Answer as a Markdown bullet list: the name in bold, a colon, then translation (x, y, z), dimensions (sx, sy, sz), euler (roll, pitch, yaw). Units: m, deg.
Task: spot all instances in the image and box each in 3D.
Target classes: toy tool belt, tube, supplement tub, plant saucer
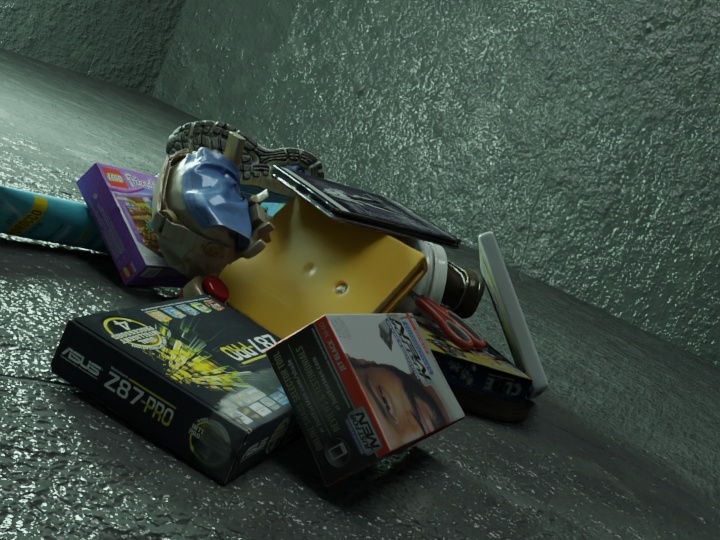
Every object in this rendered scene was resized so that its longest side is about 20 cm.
- **toy tool belt**: translation (-0.152, -0.053, 0.831), dimensions (0.124, 0.123, 0.201), euler (30, 29, -45)
- **tube**: translation (-0.325, -0.054, 0.838), dimensions (0.199, 0.077, 0.051), euler (12, 47, -56)
- **supplement tub**: translation (0.000, 0.000, 1.023), dimensions (0.198, 0.146, 0.144), euler (16, 11, -16)
- **plant saucer**: translation (0.127, 0.132, 1.004), dimensions (0.198, 0.030, 0.200), euler (22, 10, -4)

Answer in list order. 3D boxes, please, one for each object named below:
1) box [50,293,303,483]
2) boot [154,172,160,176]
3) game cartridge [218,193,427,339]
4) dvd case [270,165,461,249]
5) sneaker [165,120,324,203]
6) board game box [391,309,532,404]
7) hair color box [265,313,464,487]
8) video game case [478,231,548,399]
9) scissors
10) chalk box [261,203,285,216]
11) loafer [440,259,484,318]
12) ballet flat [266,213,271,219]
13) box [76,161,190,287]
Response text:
- **box**: translation (-0.117, 0.083, 0.622), dimensions (0.160, 0.049, 0.200), euler (31, 12, 15)
- **boot**: translation (-0.237, -0.098, 1.231), dimensions (0.156, 0.080, 0.211), euler (21, 5, 10)
- **game cartridge**: translation (-0.053, 0.008, 0.873), dimensions (0.199, 0.176, 0.033), euler (30, -26, 34)
- **dvd case**: translation (0.007, -0.074, 0.934), dimensions (0.198, 0.016, 0.148), euler (12, 17, -40)
- **sneaker**: translation (-0.148, -0.121, 0.974), dimensions (0.198, 0.079, 0.089), euler (16, -26, -26)
- **board game box**: translation (0.089, 0.094, 0.927), dimensions (0.198, 0.035, 0.135), euler (19, 11, -24)
- **hair color box**: translation (0.013, 0.097, 0.647), dimensions (0.112, 0.064, 0.200), euler (63, 20, 13)
- **video game case**: translation (0.197, 0.065, 1.022), dimensions (0.023, 0.202, 0.182), euler (-18, -15, 5)
- **scissors**: translation (0.068, 0.033, 0.946), dimensions (0.199, 0.014, 0.073), euler (39, 20, 16)
- **chalk box**: translation (-0.101, -0.046, 1.136), dimensions (0.198, 0.126, 0.124), euler (15, 12, -37)
- **loafer**: translation (0.111, 0.016, 1.156), dimensions (0.070, 0.074, 0.200), euler (18, 5, -26)
- **ballet flat**: translation (-0.152, -0.076, 1.032), dimensions (0.201, 0.063, 0.069), euler (63, 14, 20)
- **box**: translation (-0.220, -0.045, 0.908), dimensions (0.138, 0.039, 0.199), euler (60, 21, 18)
